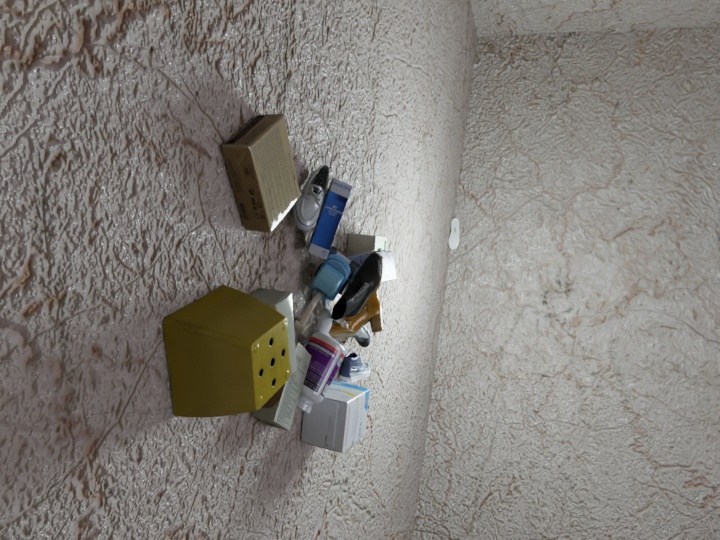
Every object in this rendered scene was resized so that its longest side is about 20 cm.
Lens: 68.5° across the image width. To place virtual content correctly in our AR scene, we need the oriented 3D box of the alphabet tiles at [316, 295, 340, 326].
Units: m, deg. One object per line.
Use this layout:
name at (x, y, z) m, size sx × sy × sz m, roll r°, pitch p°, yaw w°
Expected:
alphabet tiles at (-0.094, 0.168, 1.684) m, size 0.199 × 0.014 × 0.203 m, roll -23°, pitch 117°, yaw -68°

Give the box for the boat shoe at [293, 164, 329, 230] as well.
boat shoe at (-0.126, -0.200, 1.384) m, size 0.067 × 0.072 × 0.205 m, roll -43°, pitch -150°, yaw 49°

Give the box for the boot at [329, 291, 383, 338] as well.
boot at (-0.025, 0.132, 1.683) m, size 0.071 × 0.195 × 0.148 m, roll 120°, pitch -39°, yaw -62°

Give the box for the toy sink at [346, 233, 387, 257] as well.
toy sink at (0.022, -0.019, 1.807) m, size 0.130 × 0.109 × 0.207 m, roll -2°, pitch 98°, yaw -69°

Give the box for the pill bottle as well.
pill bottle at (-0.128, 0.282, 1.459) m, size 0.204 × 0.110 × 0.113 m, roll -61°, pitch 153°, yaw -18°

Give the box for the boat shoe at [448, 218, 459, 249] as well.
boat shoe at (0.611, -0.234, 3.433) m, size 0.068 × 0.070 × 0.207 m, roll 28°, pitch 61°, yaw -67°

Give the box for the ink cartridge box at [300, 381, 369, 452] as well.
ink cartridge box at (-0.074, 0.445, 1.633) m, size 0.199 × 0.142 × 0.152 m, roll 2°, pitch 95°, yaw -70°

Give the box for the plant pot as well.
plant pot at (-0.245, 0.166, 1.043) m, size 0.200 × 0.171 × 0.207 m, roll -39°, pitch 132°, yaw -63°

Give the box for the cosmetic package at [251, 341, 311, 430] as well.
cosmetic package at (-0.199, 0.291, 1.352) m, size 0.106 × 0.069 × 0.205 m, roll 61°, pitch 40°, yaw -57°

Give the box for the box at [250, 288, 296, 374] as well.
box at (-0.211, 0.154, 1.252) m, size 0.078 × 0.092 × 0.207 m, roll -40°, pitch 132°, yaw -60°

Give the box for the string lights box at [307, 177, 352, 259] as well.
string lights box at (-0.083, -0.142, 1.427) m, size 0.103 × 0.057 × 0.205 m, roll -120°, pitch -130°, yaw -78°

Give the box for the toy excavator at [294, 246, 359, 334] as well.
toy excavator at (-0.108, 0.057, 1.465) m, size 0.197 × 0.099 × 0.200 m, roll -58°, pitch 176°, yaw 31°

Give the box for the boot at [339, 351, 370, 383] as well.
boot at (-0.010, 0.333, 1.878) m, size 0.199 × 0.071 × 0.093 m, roll -8°, pitch 109°, yaw -69°

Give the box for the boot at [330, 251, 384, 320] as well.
boot at (-0.006, 0.049, 1.466) m, size 0.138 × 0.076 × 0.205 m, roll -10°, pitch 124°, yaw -68°

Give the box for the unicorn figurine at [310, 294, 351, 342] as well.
unicorn figurine at (-0.097, 0.151, 1.545) m, size 0.074 × 0.134 × 0.206 m, roll -16°, pitch 126°, yaw -78°

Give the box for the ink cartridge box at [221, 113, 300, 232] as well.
ink cartridge box at (-0.211, -0.215, 1.163) m, size 0.166 × 0.073 × 0.205 m, roll -61°, pitch 150°, yaw -49°

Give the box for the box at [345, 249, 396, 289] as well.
box at (0.000, 0.000, 1.642) m, size 0.199 × 0.171 × 0.100 m, roll -6°, pitch 85°, yaw -70°

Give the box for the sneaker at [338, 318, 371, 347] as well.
sneaker at (-0.031, 0.212, 1.764) m, size 0.117 × 0.073 × 0.204 m, roll -58°, pitch 138°, yaw -40°
